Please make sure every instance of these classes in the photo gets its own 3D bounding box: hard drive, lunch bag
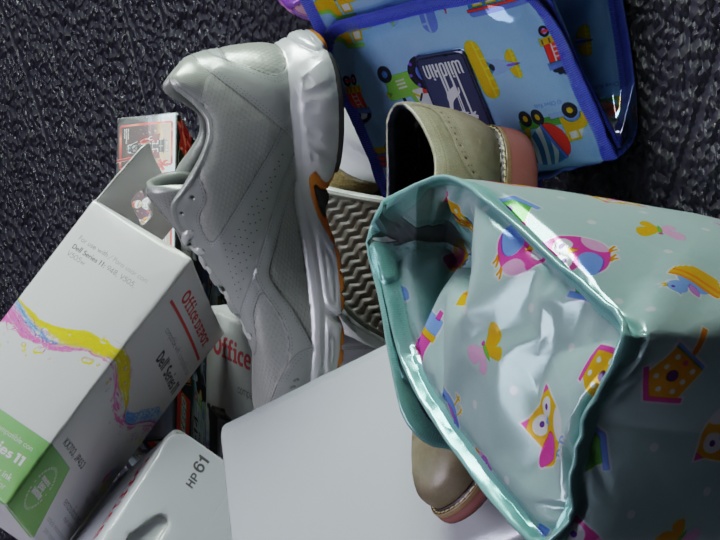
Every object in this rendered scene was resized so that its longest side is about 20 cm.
[{"bbox_3d":[0.028,0.088,1.208,0.200,0.026,0.132,-27,48,22],"label":"hard drive"},{"bbox_3d":[0.110,0.030,1.083,0.200,0.170,0.122,43,124,54],"label":"lunch bag"},{"bbox_3d":[0.051,-0.124,1.256,0.151,0.094,0.200,-11,100,43],"label":"lunch bag"}]

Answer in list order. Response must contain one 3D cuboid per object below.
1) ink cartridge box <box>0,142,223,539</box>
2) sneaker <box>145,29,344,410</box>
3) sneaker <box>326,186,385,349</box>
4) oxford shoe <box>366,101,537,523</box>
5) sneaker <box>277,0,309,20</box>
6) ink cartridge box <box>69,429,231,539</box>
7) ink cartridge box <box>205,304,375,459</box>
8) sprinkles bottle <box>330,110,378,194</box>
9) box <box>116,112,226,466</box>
[{"bbox_3d":[-0.139,0.044,1.396,0.067,0.200,0.117,32,166,16],"label":"ink cartridge box"},{"bbox_3d":[-0.059,-0.016,1.284,0.076,0.092,0.200,-144,51,-72],"label":"sneaker"},{"bbox_3d":[0.000,0.000,1.381,0.200,0.073,0.085,30,167,23],"label":"sneaker"},{"bbox_3d":[0.031,0.016,1.170,0.070,0.075,0.200,-37,40,44],"label":"oxford shoe"},{"bbox_3d":[0.001,-0.209,1.360,0.080,0.088,0.200,46,132,54],"label":"sneaker"},{"bbox_3d":[-0.133,0.187,1.415,0.145,0.085,0.200,-58,7,-30],"label":"ink cartridge box"},{"bbox_3d":[-0.023,0.124,1.453,0.148,0.086,0.200,18,111,62],"label":"ink cartridge box"},{"bbox_3d":[-0.026,-0.056,1.452,0.200,0.068,0.068,-37,61,59],"label":"sprinkles bottle"},{"bbox_3d":[-0.108,0.027,1.540,0.137,0.040,0.200,63,-156,-66],"label":"box"}]
